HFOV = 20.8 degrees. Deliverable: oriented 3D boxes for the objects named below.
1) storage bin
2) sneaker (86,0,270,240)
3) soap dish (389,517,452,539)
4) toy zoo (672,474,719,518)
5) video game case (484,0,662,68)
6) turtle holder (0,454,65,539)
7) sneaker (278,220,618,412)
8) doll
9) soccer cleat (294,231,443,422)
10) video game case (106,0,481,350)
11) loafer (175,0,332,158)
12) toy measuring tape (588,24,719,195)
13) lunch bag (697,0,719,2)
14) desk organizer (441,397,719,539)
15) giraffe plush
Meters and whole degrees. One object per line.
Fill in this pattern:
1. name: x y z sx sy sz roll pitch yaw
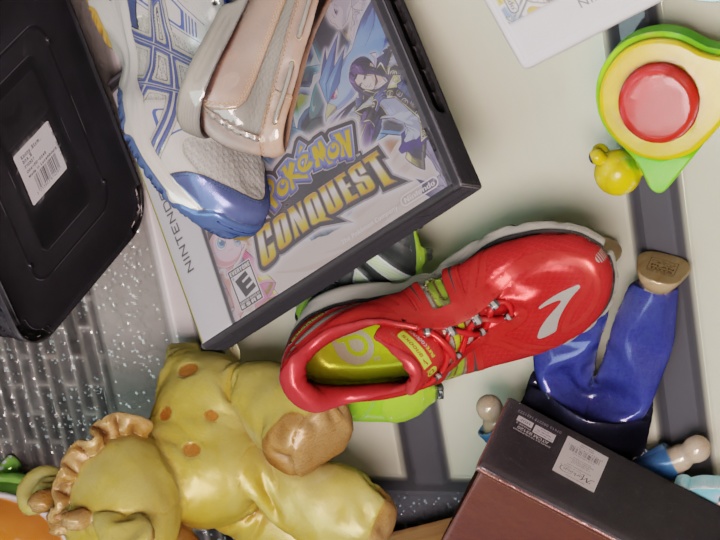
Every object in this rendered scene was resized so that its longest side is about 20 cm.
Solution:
1. storage bin: -0.220 -0.072 1.136 0.094 0.135 0.200 9 135 30
2. sneaker: -0.088 -0.116 1.084 0.088 0.075 0.200 -34 69 29
3. soap dish: 0.052 0.259 1.226 0.157 0.081 0.200 -18 102 29
4. toy zoo: 0.249 0.191 1.135 0.200 0.020 0.131 46 121 -8
5. video game case: 0.114 -0.230 1.025 0.182 0.023 0.200 -25 100 30
6. turtle holder: -0.252 0.228 1.315 0.141 0.132 0.185 48 121 -2
7. sneaker: 0.047 0.036 1.067 0.200 0.085 0.077 -21 105 20
8. doll: 0.136 0.082 1.133 0.136 0.048 0.200 15 118 6
9. soccer cleat: 0.000 0.000 1.139 0.081 0.068 0.200 -8 112 -5
10. video game case: -0.044 -0.078 1.112 0.200 0.025 0.181 -32 69 31
11. loafer: -0.026 -0.150 1.038 0.063 0.072 0.200 25 80 14
12. toy measuring tape: 0.180 -0.123 1.021 0.074 0.074 0.200 39 112 4
13. lunch bag: 0.144 -0.191 0.914 0.200 0.170 0.122 25 105 11
14. desk organizer: 0.149 0.162 1.101 0.200 0.072 0.077 27 125 4
15. giraffe plush: -0.104 0.129 1.160 0.200 0.162 0.173 55 151 -1
